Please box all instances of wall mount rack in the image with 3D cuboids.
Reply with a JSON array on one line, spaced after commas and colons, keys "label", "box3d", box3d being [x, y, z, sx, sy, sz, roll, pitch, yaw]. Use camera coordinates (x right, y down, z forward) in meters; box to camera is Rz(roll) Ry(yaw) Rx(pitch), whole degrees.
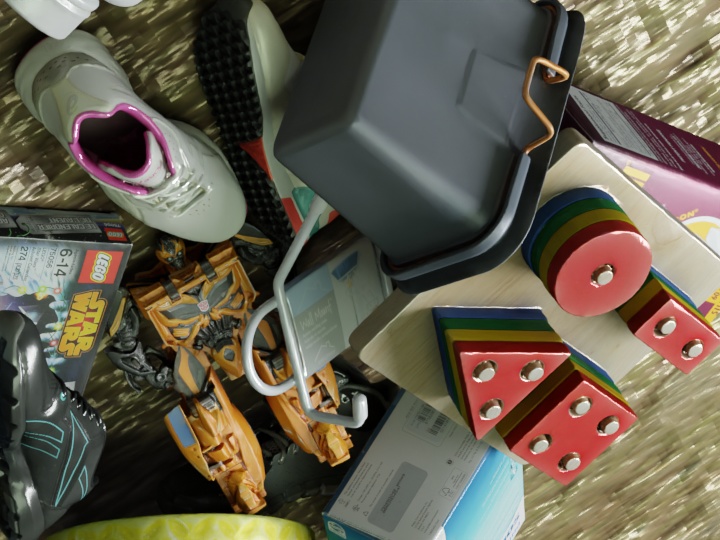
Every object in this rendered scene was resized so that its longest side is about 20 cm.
[{"label": "wall mount rack", "box3d": [0.000, 0.000, 1.415, 0.200, 0.074, 0.174, -37, 123, -46]}]

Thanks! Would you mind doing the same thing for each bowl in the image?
[{"label": "bowl", "box3d": [-0.129, 0.244, 1.508, 0.199, 0.108, 0.200, -2, 163, -1]}]

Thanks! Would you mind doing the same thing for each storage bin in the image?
[{"label": "storage bin", "box3d": [0.042, -0.110, 1.306, 0.134, 0.201, 0.145, 34, 148, -29]}]

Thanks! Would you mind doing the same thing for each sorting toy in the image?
[{"label": "sorting toy", "box3d": [0.131, 0.038, 1.378, 0.200, 0.070, 0.199, -44, 134, 12]}]

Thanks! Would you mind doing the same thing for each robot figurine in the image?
[{"label": "robot figurine", "box3d": [-0.088, 0.062, 1.446, 0.145, 0.058, 0.200, -30, 116, -8]}]

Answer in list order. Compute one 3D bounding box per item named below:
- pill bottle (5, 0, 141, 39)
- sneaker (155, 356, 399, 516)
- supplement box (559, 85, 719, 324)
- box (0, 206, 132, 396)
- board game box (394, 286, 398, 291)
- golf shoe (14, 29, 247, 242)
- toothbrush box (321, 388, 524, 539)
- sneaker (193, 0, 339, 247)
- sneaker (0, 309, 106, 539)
[{"label": "pill bottle", "box3d": [-0.126, -0.226, 1.188, 0.200, 0.109, 0.109, -43, 133, 10]}, {"label": "sneaker", "box3d": [-0.056, 0.113, 1.538, 0.199, 0.075, 0.116, -12, 127, -32]}, {"label": "supplement box", "box3d": [0.181, -0.043, 1.446, 0.200, 0.086, 0.111, 17, 118, -36]}, {"label": "box", "box3d": [-0.244, 0.049, 1.401, 0.137, 0.040, 0.200, 2, 125, -30]}, {"label": "board game box", "box3d": [0.110, -0.015, 1.527, 0.101, 0.048, 0.200, 19, 116, -38]}, {"label": "golf shoe", "box3d": [-0.136, -0.065, 1.326, 0.075, 0.092, 0.200, -43, 132, 8]}, {"label": "toothbrush box", "box3d": [0.051, 0.181, 1.557, 0.147, 0.085, 0.200, -56, 158, -24]}, {"label": "sneaker", "box3d": [-0.042, -0.110, 1.368, 0.093, 0.070, 0.200, -35, 135, -22]}, {"label": "sneaker", "box3d": [-0.213, 0.093, 1.388, 0.079, 0.075, 0.200, -25, 143, -26]}]
